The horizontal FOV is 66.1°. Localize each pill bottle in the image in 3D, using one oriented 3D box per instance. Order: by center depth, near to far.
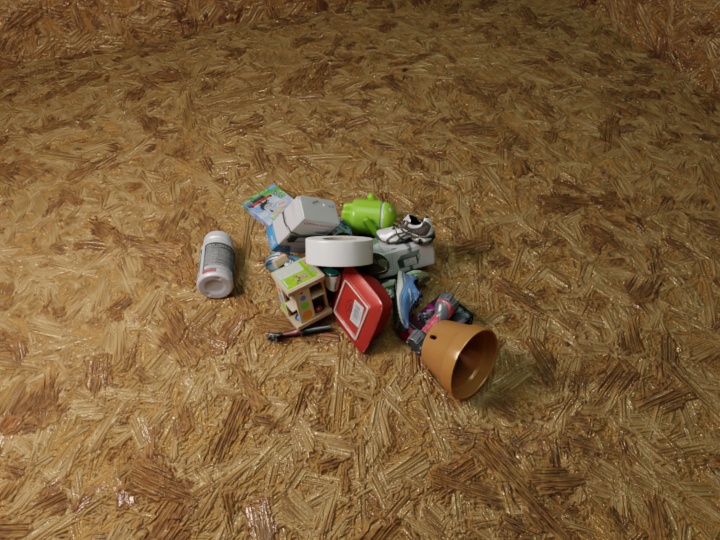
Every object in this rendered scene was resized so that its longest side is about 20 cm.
[{"bbox_3d":[-0.458,-0.022,1.769,0.111,0.115,0.202,-5,48,-4],"label":"pill bottle"}]

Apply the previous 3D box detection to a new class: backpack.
[{"bbox_3d":[-0.097,-0.099,1.822,0.199,0.166,0.153,31,46,33],"label":"backpack"}]

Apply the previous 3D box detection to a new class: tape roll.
[{"bbox_3d":[-0.061,-0.058,1.599,0.198,0.072,0.203,0,8,0],"label":"tape roll"}]

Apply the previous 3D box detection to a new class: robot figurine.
[{"bbox_3d":[0.035,-0.184,1.910,0.196,0.117,0.177,6,36,5],"label":"robot figurine"}]

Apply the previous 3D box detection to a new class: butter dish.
[{"bbox_3d":[0.025,0.102,1.630,0.146,0.202,0.200,-9,44,-37],"label":"butter dish"}]

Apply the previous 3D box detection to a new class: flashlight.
[{"bbox_3d":[0.204,0.147,1.578,0.067,0.069,0.200,32,55,24],"label":"flashlight"}]

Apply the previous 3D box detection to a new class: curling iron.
[{"bbox_3d":[-0.182,0.186,1.636,0.196,0.026,0.050,-8,11,-12],"label":"curling iron"}]

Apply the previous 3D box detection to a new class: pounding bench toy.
[{"bbox_3d":[-0.190,0.057,1.673,0.123,0.158,0.200,-26,40,-20],"label":"pounding bench toy"}]

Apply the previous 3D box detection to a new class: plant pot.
[{"bbox_3d":[0.258,0.226,1.505,0.199,0.203,0.139,-35,40,-28],"label":"plant pot"}]

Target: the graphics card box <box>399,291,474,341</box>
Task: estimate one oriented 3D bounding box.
[{"bbox_3d":[0.228,0.163,1.643,0.199,0.051,0.125,-33,56,-27],"label":"graphics card box"}]

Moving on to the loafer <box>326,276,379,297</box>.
[{"bbox_3d":[-0.038,0.035,1.742,0.196,0.076,0.071,-4,52,-4],"label":"loafer"}]

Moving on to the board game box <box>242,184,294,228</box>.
[{"bbox_3d":[-0.308,-0.221,1.999,0.150,0.037,0.199,-35,58,-28],"label":"board game box"}]

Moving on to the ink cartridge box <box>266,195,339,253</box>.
[{"bbox_3d":[-0.179,-0.137,1.716,0.143,0.199,0.086,2,62,-41],"label":"ink cartridge box"}]

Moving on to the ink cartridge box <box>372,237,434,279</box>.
[{"bbox_3d":[0.122,-0.059,1.791,0.196,0.086,0.146,-15,26,-13],"label":"ink cartridge box"}]

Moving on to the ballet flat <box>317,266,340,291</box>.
[{"bbox_3d":[-0.113,0.011,1.687,0.068,0.071,0.200,-20,26,-17],"label":"ballet flat"}]

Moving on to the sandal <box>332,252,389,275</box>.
[{"bbox_3d":[0.000,0.000,1.693,0.196,0.055,0.083,-13,50,21],"label":"sandal"}]

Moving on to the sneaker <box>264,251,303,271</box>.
[{"bbox_3d":[-0.221,0.002,1.771,0.196,0.080,0.097,9,50,9],"label":"sneaker"}]

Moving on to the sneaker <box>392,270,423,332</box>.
[{"bbox_3d":[0.143,0.090,1.627,0.087,0.079,0.203,8,54,-2],"label":"sneaker"}]

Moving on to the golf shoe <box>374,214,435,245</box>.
[{"bbox_3d":[0.137,-0.134,1.733,0.196,0.096,0.078,1,28,21],"label":"golf shoe"}]

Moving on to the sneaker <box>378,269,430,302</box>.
[{"bbox_3d":[0.135,0.067,1.728,0.197,0.077,0.090,-19,63,-10],"label":"sneaker"}]
